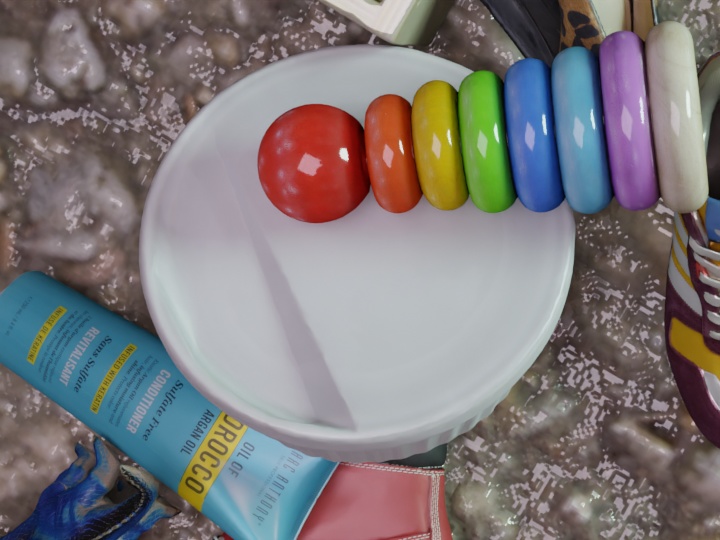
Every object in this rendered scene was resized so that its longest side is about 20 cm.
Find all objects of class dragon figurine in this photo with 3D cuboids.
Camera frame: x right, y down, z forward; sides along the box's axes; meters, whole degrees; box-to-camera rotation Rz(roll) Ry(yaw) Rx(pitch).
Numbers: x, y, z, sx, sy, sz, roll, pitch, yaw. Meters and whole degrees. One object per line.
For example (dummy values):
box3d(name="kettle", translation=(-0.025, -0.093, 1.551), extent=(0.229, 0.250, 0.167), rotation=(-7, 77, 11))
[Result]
box3d(name="dragon figurine", translation=(-0.147, 0.139, 1.168), extent=(0.059, 0.200, 0.099), rotation=(43, 73, -14))

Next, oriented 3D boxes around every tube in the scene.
box3d(name="tube", translation=(-0.100, 0.068, 1.173), extent=(0.200, 0.050, 0.077), rotation=(30, 92, 22))

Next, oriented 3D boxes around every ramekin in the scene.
box3d(name="ramekin", translation=(0.000, 0.000, 1.115), extent=(0.202, 0.094, 0.202), rotation=(-1, 69, 3))

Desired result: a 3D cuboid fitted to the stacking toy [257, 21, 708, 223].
box3d(name="stacking toy", translation=(0.052, -0.059, 1.047), extent=(0.200, 0.085, 0.085), rotation=(-6, 94, 9))

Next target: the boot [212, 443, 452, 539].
box3d(name="boot", translation=(-0.049, 0.125, 1.185), extent=(0.200, 0.072, 0.144), rotation=(-5, 86, 14))

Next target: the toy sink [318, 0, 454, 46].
box3d(name="toy sink", translation=(-0.028, -0.213, 1.122), extent=(0.200, 0.112, 0.130), rotation=(32, 101, 8))

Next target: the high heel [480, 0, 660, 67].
box3d(name="high heel", translation=(0.129, -0.143, 1.065), extent=(0.143, 0.071, 0.200), rotation=(54, 146, 19))

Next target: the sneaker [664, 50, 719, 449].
box3d(name="sneaker", translation=(0.177, -0.006, 1.105), extent=(0.075, 0.090, 0.200), rotation=(-3, 94, 13))
